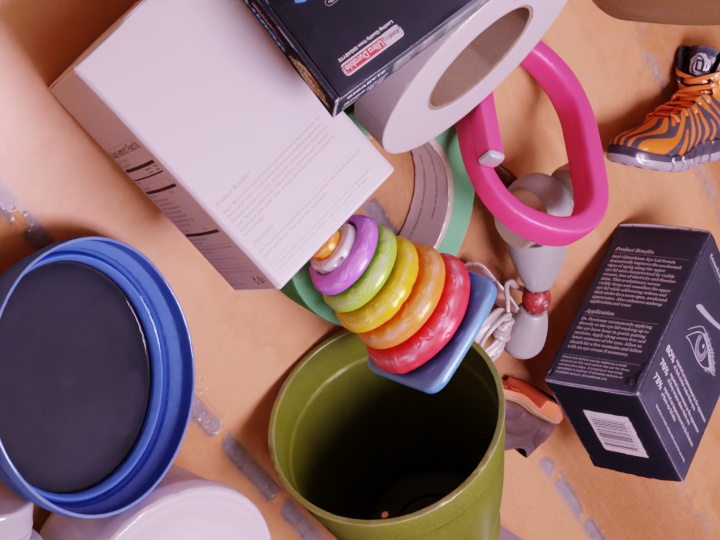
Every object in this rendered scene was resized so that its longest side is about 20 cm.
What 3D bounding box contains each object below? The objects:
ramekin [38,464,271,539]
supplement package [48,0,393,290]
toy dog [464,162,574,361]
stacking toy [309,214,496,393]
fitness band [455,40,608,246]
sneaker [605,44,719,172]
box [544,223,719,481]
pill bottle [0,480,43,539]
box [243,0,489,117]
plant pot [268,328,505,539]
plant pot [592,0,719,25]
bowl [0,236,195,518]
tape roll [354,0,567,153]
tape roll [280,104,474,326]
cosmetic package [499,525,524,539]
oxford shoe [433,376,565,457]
[{"bbox_3d":[-0.173,0.243,1.209,0.202,0.094,0.204,-22,124,-37],"label":"ramekin"},{"bbox_3d":[-0.099,-0.098,1.061,0.121,0.120,0.200,-45,103,-14],"label":"supplement package"},{"bbox_3d":[0.140,-0.020,1.387,0.131,0.096,0.201,-3,124,-47],"label":"toy dog"},{"bbox_3d":[0.000,0.000,1.203,0.200,0.116,0.110,36,79,-29],"label":"stacking toy"},{"bbox_3d":[0.145,-0.115,1.289,0.143,0.037,0.201,16,55,-32],"label":"fitness band"},{"bbox_3d":[0.304,-0.159,1.466,0.199,0.077,0.113,-15,115,-47],"label":"sneaker"},{"bbox_3d":[0.283,0.077,1.488,0.201,0.104,0.148,-59,136,-28],"label":"box"},{"bbox_3d":[-0.286,0.253,1.116,0.109,0.109,0.202,-4,111,-39],"label":"pill bottle"},{"bbox_3d":[0.013,-0.223,0.996,0.200,0.046,0.159,-37,87,-8],"label":"box"},{"bbox_3d":[0.042,0.177,1.323,0.200,0.200,0.193,-43,143,-17],"label":"plant pot"},{"bbox_3d":[0.321,-0.288,1.328,0.185,0.200,0.188,-18,120,-33],"label":"plant pot"},{"bbox_3d":[-0.202,0.076,1.109,0.200,0.039,0.202,5,83,-52],"label":"bowl"},{"bbox_3d":[0.080,-0.171,1.145,0.203,0.037,0.203,-40,167,-11],"label":"tape roll"},{"bbox_3d":[0.007,-0.054,1.270,0.199,0.048,0.202,-17,119,-33],"label":"tape roll"},{"bbox_3d":[0.119,0.364,1.527,0.200,0.090,0.107,-50,132,-15],"label":"cosmetic package"},{"bbox_3d":[0.120,0.134,1.435,0.199,0.071,0.073,23,97,-44],"label":"oxford shoe"}]
